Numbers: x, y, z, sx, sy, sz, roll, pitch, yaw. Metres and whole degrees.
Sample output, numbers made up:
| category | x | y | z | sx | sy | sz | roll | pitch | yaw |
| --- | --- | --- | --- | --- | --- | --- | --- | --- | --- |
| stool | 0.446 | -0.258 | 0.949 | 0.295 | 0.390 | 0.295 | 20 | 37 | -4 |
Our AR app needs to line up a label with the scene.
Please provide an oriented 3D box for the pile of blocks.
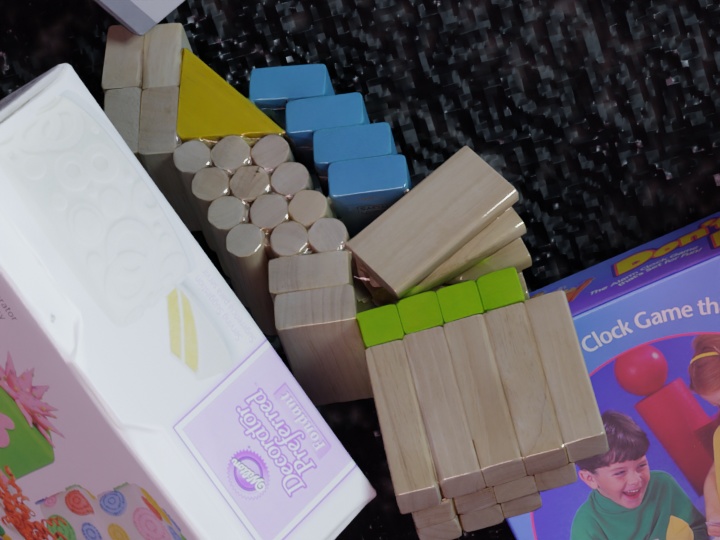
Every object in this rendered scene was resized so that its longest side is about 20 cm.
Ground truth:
| category | x | y | z | sx | sy | sz | roll | pitch | yaw |
| --- | --- | --- | --- | --- | --- | --- | --- | --- | --- |
| pile of blocks | 0.000 | 0.000 | 0.786 | 0.082 | 0.062 | 0.200 | -36 | 61 | -11 |

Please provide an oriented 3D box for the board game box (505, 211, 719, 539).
| category | x | y | z | sx | sy | sz | roll | pitch | yaw |
| --- | --- | --- | --- | --- | --- | --- | --- | --- | --- |
| board game box | 0.140 | 0.044 | 0.801 | 0.199 | 0.045 | 0.135 | -23 | 102 | 15 |

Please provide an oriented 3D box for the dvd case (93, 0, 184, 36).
| category | x | y | z | sx | sy | sz | roll | pitch | yaw |
| --- | --- | --- | --- | --- | --- | --- | --- | --- | --- |
| dvd case | -0.035 | -0.169 | 0.732 | 0.200 | 0.025 | 0.150 | -38 | 131 | 15 |

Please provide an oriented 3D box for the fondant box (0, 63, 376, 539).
| category | x | y | z | sx | sy | sz | roll | pitch | yaw |
| --- | --- | --- | --- | --- | --- | --- | --- | --- | --- |
| fondant box | -0.105 | 0.042 | 0.780 | 0.145 | 0.058 | 0.200 | 54 | 144 | -9 |
